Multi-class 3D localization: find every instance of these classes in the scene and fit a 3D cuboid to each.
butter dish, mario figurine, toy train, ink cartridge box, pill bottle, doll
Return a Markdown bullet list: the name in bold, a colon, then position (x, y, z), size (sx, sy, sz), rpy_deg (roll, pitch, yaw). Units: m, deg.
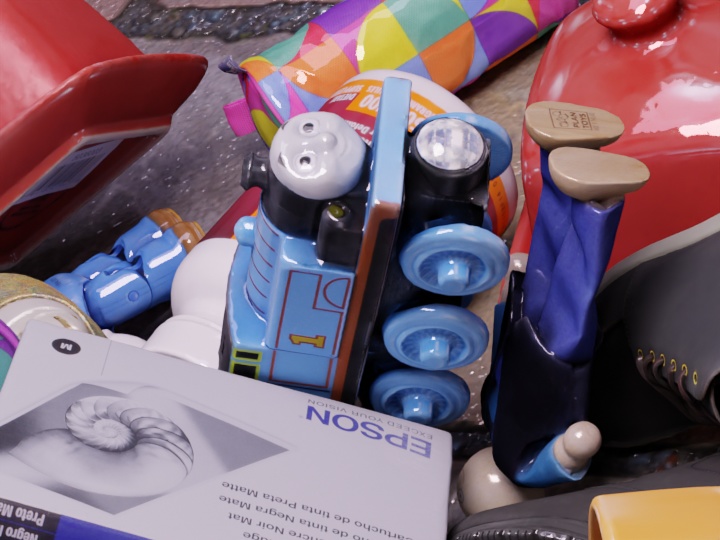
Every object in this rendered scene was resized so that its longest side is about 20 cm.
- **butter dish**: position (-0.210, -0.091, 1.478), size (0.199, 0.148, 0.200), rpy_deg (-39, -7, 17)
- **mario figurine**: position (-0.164, 0.050, 1.451), size (0.200, 0.124, 0.106), rpy_deg (-27, 75, -14)
- **toy train**: position (0.000, 0.000, 1.199), size (0.114, 0.200, 0.087), rpy_deg (6, 55, -4)
- **butter dish**: position (0.152, -0.080, 1.330), size (0.199, 0.148, 0.200), rpy_deg (-9, 37, 25)
- **ink cartridge box**: position (-0.062, 0.105, 1.131), size (0.199, 0.041, 0.200), rpy_deg (15, 29, -5)
- **pill bottle**: position (-0.019, 0.003, 1.362), size (0.113, 0.113, 0.200), rpy_deg (10, 48, 41)
- **doll**: position (0.079, 0.029, 1.210), size (0.048, 0.201, 0.137), rpy_deg (2, 31, -14)

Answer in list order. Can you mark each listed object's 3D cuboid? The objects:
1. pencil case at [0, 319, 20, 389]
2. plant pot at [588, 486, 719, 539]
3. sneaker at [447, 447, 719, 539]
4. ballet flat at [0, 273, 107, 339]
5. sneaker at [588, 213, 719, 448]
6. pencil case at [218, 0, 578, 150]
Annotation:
- **pencil case**: position (-0.247, 0.069, 1.346), size (0.200, 0.085, 0.093), rpy_deg (-10, 65, 45)
- **plant pot**: position (0.181, 0.169, 0.963), size (0.183, 0.201, 0.200), rpy_deg (-6, 36, 1)
- **sneaker**: position (0.132, 0.116, 1.165), size (0.199, 0.076, 0.091), rpy_deg (-2, 30, 22)
- **ballet flat**: position (-0.139, 0.064, 1.334), size (0.071, 0.071, 0.200), rpy_deg (-29, 61, -4)
- **sneaker**: position (0.140, 0.042, 1.184), size (0.200, 0.075, 0.106), rpy_deg (-42, 18, 45)
- **pencil case**: position (0.022, -0.126, 1.536), size (0.200, 0.089, 0.088), rpy_deg (-32, 34, -10)
